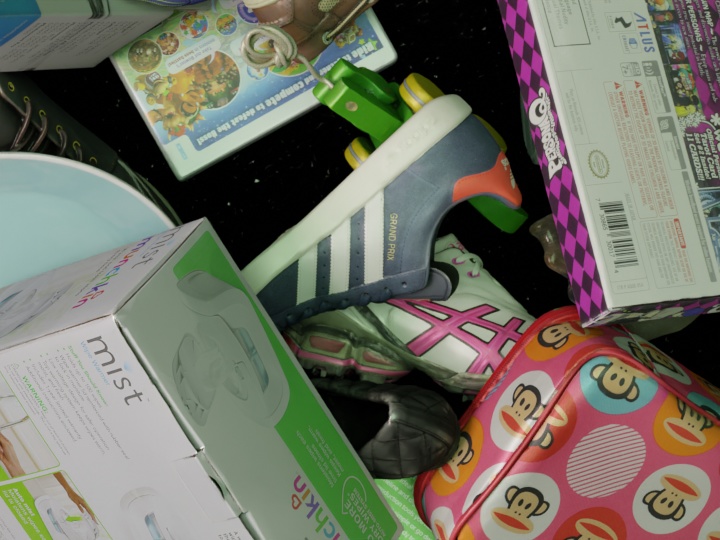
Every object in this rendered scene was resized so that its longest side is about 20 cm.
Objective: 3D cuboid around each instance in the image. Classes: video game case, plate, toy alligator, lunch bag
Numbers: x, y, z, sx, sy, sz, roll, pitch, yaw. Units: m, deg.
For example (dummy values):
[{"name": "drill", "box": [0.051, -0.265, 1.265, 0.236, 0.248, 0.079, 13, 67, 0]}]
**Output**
[{"name": "video game case", "box": [0.174, -0.076, 1.223, 0.181, 0.036, 0.201, -6, 73, -27]}, {"name": "plate", "box": [-0.182, 0.014, 1.253, 0.200, 0.026, 0.201, -1, 127, -1]}, {"name": "toy alligator", "box": [0.013, -0.086, 1.263, 0.200, 0.054, 0.059, 34, 109, -25]}, {"name": "lunch bag", "box": [0.133, 0.132, 1.227, 0.200, 0.082, 0.176, 32, 100, -28]}, {"name": "video game case", "box": [-0.089, -0.171, 1.305, 0.143, 0.018, 0.200, -29, 88, -2]}]

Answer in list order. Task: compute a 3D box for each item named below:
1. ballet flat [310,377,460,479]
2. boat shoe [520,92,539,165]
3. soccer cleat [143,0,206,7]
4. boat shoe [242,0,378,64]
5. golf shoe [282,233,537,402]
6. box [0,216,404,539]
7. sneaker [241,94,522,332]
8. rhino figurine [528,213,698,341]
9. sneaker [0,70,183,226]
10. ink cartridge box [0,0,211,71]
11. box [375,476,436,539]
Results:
[{"name": "ballet flat", "box": [-0.034, 0.080, 1.234, 0.200, 0.057, 0.067, -7, 60, 39]}, {"name": "boat shoe", "box": [0.127, -0.156, 1.280, 0.062, 0.072, 0.201, 6, 87, -6]}, {"name": "soccer cleat", "box": [-0.117, -0.235, 1.220, 0.084, 0.065, 0.201, -9, 77, -26]}, {"name": "boat shoe", "box": [0.025, -0.185, 1.278, 0.202, 0.075, 0.075, -35, 109, -13]}, {"name": "golf shoe", "box": [0.058, 0.027, 1.272, 0.199, 0.073, 0.092, 11, 87, 0]}, {"name": "box", "box": [-0.109, 0.097, 1.175, 0.176, 0.097, 0.200, -19, 111, 39]}, {"name": "sneaker", "box": [0.000, 0.000, 1.219, 0.200, 0.075, 0.085, -41, 92, 12]}, {"name": "rhino figurine", "box": [0.201, -0.023, 1.279, 0.200, 0.060, 0.088, -21, 80, -11]}, {"name": "sneaker", "box": [-0.174, -0.051, 1.255, 0.200, 0.106, 0.075, 42, 89, 2]}, {"name": "ink cartridge box", "box": [-0.176, -0.168, 1.218, 0.067, 0.200, 0.116, -31, 80, 28]}, {"name": "box", "box": [-0.011, 0.194, 1.286, 0.144, 0.036, 0.200, 39, 90, 1]}]
